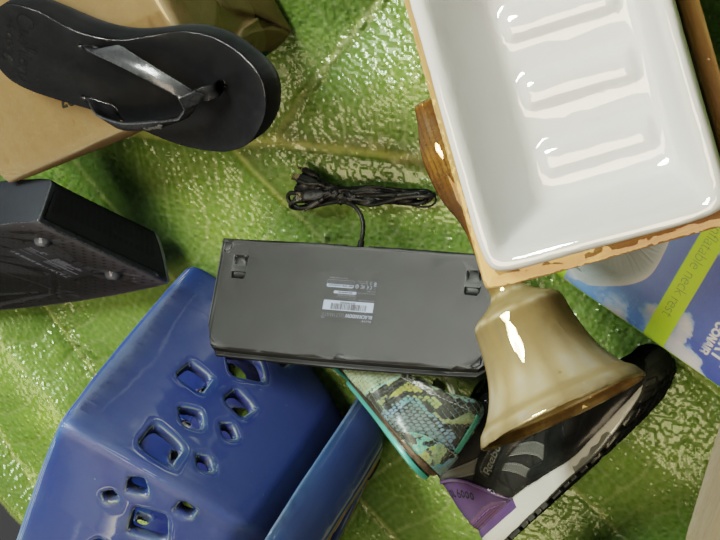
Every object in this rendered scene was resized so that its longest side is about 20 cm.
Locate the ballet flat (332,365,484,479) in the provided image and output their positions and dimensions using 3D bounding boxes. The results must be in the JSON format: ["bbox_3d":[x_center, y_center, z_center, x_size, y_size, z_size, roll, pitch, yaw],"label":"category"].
[{"bbox_3d":[0.008,0.049,1.525,0.200,0.074,0.074,46,134,31],"label":"ballet flat"}]

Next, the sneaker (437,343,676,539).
[{"bbox_3d":[0.110,0.094,1.490,0.088,0.076,0.200,48,131,7],"label":"sneaker"}]

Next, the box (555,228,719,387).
[{"bbox_3d":[0.182,-0.021,1.393,0.200,0.048,0.122,34,130,12],"label":"box"}]

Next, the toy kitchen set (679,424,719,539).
[{"bbox_3d":[0.234,0.170,1.466,0.163,0.181,0.200,19,175,-23],"label":"toy kitchen set"}]

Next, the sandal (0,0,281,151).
[{"bbox_3d":[-0.137,-0.110,1.413,0.199,0.043,0.076,13,124,25],"label":"sandal"}]

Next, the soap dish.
[{"bbox_3d":[0.119,-0.106,1.315,0.157,0.081,0.201,-16,90,18],"label":"soap dish"}]

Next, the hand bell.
[{"bbox_3d":[0.076,-0.007,1.396,0.104,0.104,0.201,-32,78,40],"label":"hand bell"}]

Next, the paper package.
[{"bbox_3d":[-0.177,-0.174,1.496,0.200,0.103,0.191,-21,105,38],"label":"paper package"}]

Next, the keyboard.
[{"bbox_3d":[0.000,0.000,1.496,0.199,0.021,0.128,4,78,26],"label":"keyboard"}]

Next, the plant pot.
[{"bbox_3d":[-0.104,0.154,1.583,0.179,0.200,0.200,29,128,6],"label":"plant pot"}]

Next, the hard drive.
[{"bbox_3d":[-0.237,-0.016,1.617,0.199,0.042,0.135,-8,155,40],"label":"hard drive"}]
